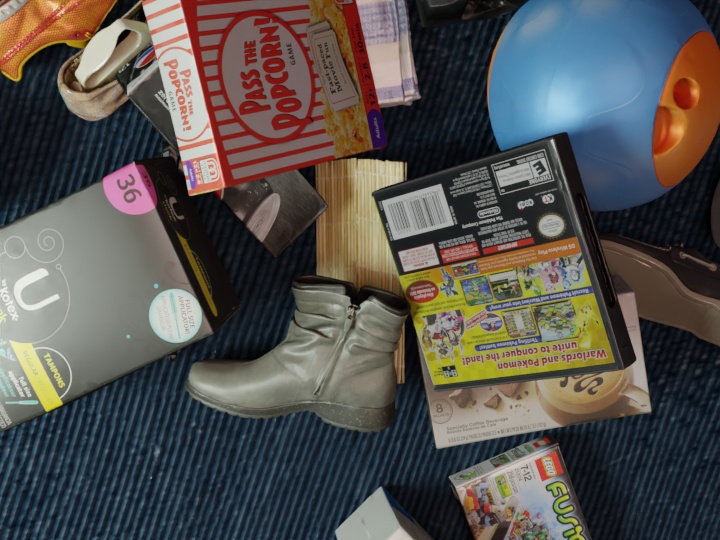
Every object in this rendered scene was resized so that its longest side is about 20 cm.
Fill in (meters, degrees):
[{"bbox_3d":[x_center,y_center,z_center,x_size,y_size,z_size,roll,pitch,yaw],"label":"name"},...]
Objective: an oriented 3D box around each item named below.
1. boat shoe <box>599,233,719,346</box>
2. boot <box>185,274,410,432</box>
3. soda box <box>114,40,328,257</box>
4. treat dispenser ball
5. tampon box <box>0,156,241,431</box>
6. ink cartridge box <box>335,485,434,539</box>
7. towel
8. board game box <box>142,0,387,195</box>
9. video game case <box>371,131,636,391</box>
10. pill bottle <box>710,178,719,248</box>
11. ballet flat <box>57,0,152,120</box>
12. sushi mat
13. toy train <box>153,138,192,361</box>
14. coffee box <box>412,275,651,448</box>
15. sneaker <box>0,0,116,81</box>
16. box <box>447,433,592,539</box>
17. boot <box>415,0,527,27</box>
[{"bbox_3d":[0.300,0.010,1.108,0.198,0.073,0.063,25,51,-4],"label":"boat shoe"},{"bbox_3d":[-0.055,0.062,1.025,0.197,0.068,0.132,6,113,7],"label":"boot"},{"bbox_3d":[-0.116,-0.108,0.991,0.071,0.063,0.200,-42,121,-1],"label":"soda box"},{"bbox_3d":[0.207,-0.152,0.989,0.198,0.201,0.204,-1,98,-7],"label":"treat dispenser ball"},{"bbox_3d":[-0.226,0.016,0.973,0.198,0.126,0.151,-25,95,7],"label":"tampon box"},{"bbox_3d":[0.071,0.306,1.079,0.067,0.116,0.200,-43,102,0],"label":"ink cartridge box"},{"bbox_3d":[-0.030,-0.239,1.038,0.145,0.024,0.203,-8,97,-4],"label":"towel"},{"bbox_3d":[-0.071,-0.156,0.947,0.199,0.046,0.154,-21,100,-47],"label":"board game box"},{"bbox_3d":[0.109,0.001,0.939,0.025,0.199,0.183,-23,97,-43],"label":"video game case"},{"bbox_3d":[0.435,-0.045,1.079,0.197,0.114,0.116,10,97,-9],"label":"pill bottle"},{"bbox_3d":[-0.177,-0.204,0.991,0.200,0.067,0.068,-43,69,1],"label":"ballet flat"},{"bbox_3d":[0.000,0.000,1.053,0.095,0.012,0.203,6,100,34],"label":"sushi mat"},{"bbox_3d":[-0.171,-0.019,1.044,0.045,0.034,0.203,4,97,-4],"label":"toy train"},{"bbox_3d":[0.153,0.082,1.063,0.197,0.080,0.115,-9,100,3],"label":"coffee box"},{"bbox_3d":[-0.237,-0.240,0.997,0.199,0.073,0.077,-34,123,2],"label":"sneaker"},{"bbox_3d":[0.170,0.272,1.128,0.109,0.035,0.202,-22,100,-4],"label":"box"},{"bbox_3d":[0.106,-0.315,0.981,0.163,0.066,0.202,-16,69,6],"label":"boot"}]
